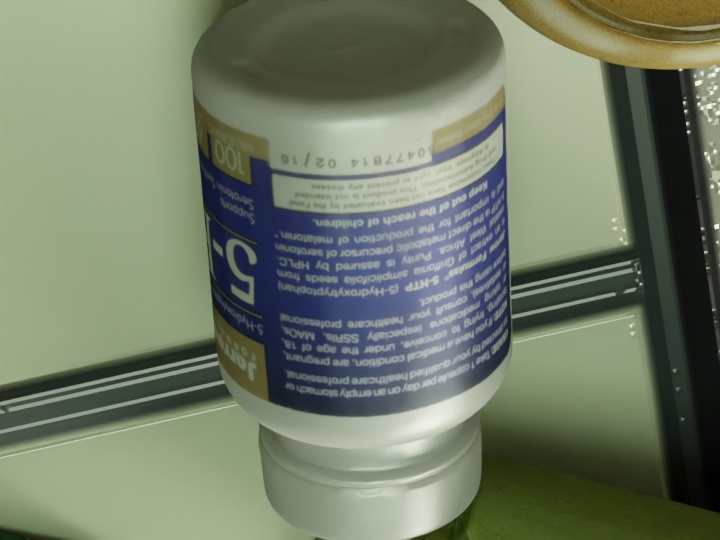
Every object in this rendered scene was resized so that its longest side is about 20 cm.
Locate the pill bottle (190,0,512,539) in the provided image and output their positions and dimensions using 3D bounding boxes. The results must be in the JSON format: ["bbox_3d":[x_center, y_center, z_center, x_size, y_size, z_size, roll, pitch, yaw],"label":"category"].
[{"bbox_3d":[0.000,0.000,1.028,0.119,0.120,0.201,-6,120,-4],"label":"pill bottle"}]

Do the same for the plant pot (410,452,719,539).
[{"bbox_3d":[0.108,0.168,1.118,0.189,0.200,0.201,23,115,-5],"label":"plant pot"}]

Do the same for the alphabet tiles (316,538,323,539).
[{"bbox_3d":[0.011,0.227,1.225,0.200,0.008,0.167,31,111,-22],"label":"alphabet tiles"}]

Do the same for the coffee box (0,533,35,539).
[{"bbox_3d":[-0.211,0.163,1.138,0.199,0.044,0.123,14,117,-15],"label":"coffee box"}]

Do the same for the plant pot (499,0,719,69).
[{"bbox_3d":[0.129,-0.162,1.006,0.199,0.028,0.201,-3,120,-5],"label":"plant pot"}]
